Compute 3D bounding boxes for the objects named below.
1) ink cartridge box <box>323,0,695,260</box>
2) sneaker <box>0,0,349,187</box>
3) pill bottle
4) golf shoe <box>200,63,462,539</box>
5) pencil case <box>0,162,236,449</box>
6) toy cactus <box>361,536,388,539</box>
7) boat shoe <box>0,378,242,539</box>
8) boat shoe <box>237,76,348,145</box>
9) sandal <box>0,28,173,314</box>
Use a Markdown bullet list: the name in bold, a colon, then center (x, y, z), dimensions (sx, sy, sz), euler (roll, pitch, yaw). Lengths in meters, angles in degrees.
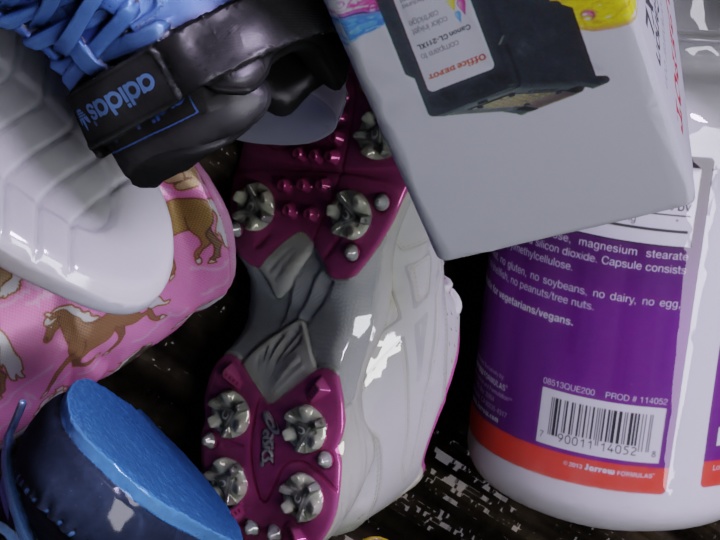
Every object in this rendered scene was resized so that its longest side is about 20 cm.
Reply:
- **ink cartridge box**: center (0.031, -0.126, 0.700), dimensions (0.083, 0.146, 0.200), euler (-13, 134, 14)
- **sneaker**: center (-0.079, -0.078, 0.666), dimensions (0.200, 0.077, 0.112), euler (-11, 83, -46)
- **pill bottle**: center (0.104, -0.012, 0.902), dimensions (0.112, 0.112, 0.201), euler (-5, 108, -36)
- **golf shoe**: center (0.000, 0.000, 0.864), dimensions (0.091, 0.075, 0.201), euler (-3, 110, -52)
- **pencil case**: center (-0.132, 0.022, 0.755), dimensions (0.200, 0.087, 0.083), euler (-35, 90, -23)
- **toy cactus**: center (-0.041, 0.178, 0.818), dimensions (0.102, 0.200, 0.165), euler (32, 60, 2)
- **boat shoe**: center (-0.078, 0.086, 0.759), dimensions (0.069, 0.084, 0.200), euler (-42, 170, -4)
- **boat shoe**: center (-0.087, -0.103, 0.762), dimensions (0.200, 0.073, 0.066), euler (26, 62, -36)
- **sandal**: center (-0.143, -0.051, 0.711), dimensions (0.202, 0.050, 0.083), euler (36, 41, -11)
